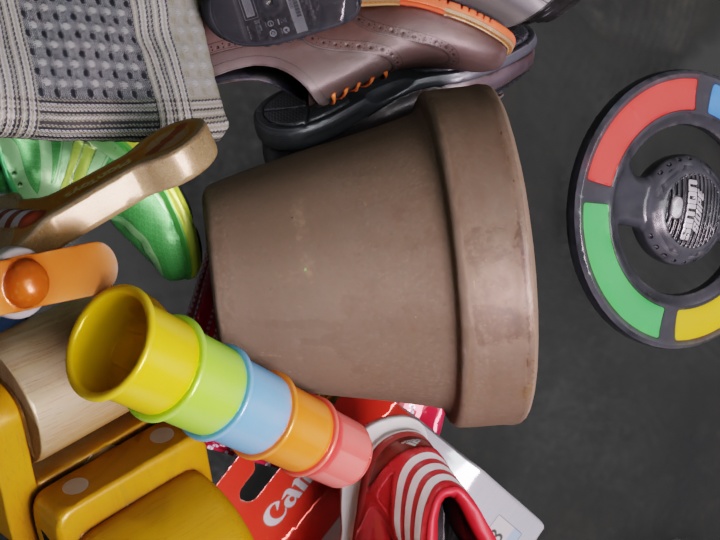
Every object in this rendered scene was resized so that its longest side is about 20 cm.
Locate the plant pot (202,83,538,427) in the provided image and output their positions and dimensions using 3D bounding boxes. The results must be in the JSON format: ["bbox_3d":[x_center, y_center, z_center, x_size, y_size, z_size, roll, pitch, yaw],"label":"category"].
[{"bbox_3d":[0.000,0.000,0.903,0.173,0.200,0.202,-7,99,-6],"label":"plant pot"}]

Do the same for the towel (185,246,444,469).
[{"bbox_3d":[-0.024,0.060,1.002,0.199,0.022,0.146,19,84,-30],"label":"towel"}]

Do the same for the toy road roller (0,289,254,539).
[{"bbox_3d":[-0.128,0.124,0.851,0.122,0.146,0.201,-29,127,-33],"label":"toy road roller"}]

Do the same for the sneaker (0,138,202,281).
[{"bbox_3d":[-0.167,-0.064,0.886,0.084,0.074,0.200,-43,110,-2],"label":"sneaker"}]

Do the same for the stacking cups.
[{"bbox_3d":[-0.063,0.066,0.826,0.199,0.060,0.061,28,80,-46],"label":"stacking cups"}]

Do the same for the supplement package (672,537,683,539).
[{"bbox_3d":[0.196,0.305,1.100,0.199,0.111,0.157,-17,103,-27],"label":"supplement package"}]

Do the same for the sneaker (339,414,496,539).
[{"bbox_3d":[0.031,0.197,0.916,0.078,0.116,0.201,-14,119,-19],"label":"sneaker"}]

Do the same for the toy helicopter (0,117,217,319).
[{"bbox_3d":[-0.161,-0.020,0.791,0.199,0.132,0.079,-30,113,-8],"label":"toy helicopter"}]

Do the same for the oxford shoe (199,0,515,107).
[{"bbox_3d":[-0.006,-0.130,0.941,0.198,0.071,0.073,5,82,-5],"label":"oxford shoe"}]

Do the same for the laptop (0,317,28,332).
[{"bbox_3d":[-0.265,0.040,0.811,0.115,0.200,0.188,-20,107,8],"label":"laptop"}]

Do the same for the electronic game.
[{"bbox_3d":[0.230,-0.044,1.126,0.199,0.042,0.202,-3,97,-29],"label":"electronic game"}]

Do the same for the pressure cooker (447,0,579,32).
[{"bbox_3d":[0.052,-0.256,0.925,0.199,0.178,0.177,22,86,-30],"label":"pressure cooker"}]

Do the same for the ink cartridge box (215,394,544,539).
[{"bbox_3d":[0.003,0.169,0.993,0.200,0.047,0.160,42,85,-31],"label":"ink cartridge box"}]

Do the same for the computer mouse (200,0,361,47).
[{"bbox_3d":[0.006,-0.170,0.873,0.198,0.034,0.059,-12,111,9],"label":"computer mouse"}]

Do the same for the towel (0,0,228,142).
[{"bbox_3d":[-0.158,-0.167,0.839,0.192,0.034,0.202,-2,77,-44],"label":"towel"}]

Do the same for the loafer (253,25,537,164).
[{"bbox_3d":[0.024,-0.104,0.996,0.199,0.072,0.063,-23,129,-21],"label":"loafer"}]
